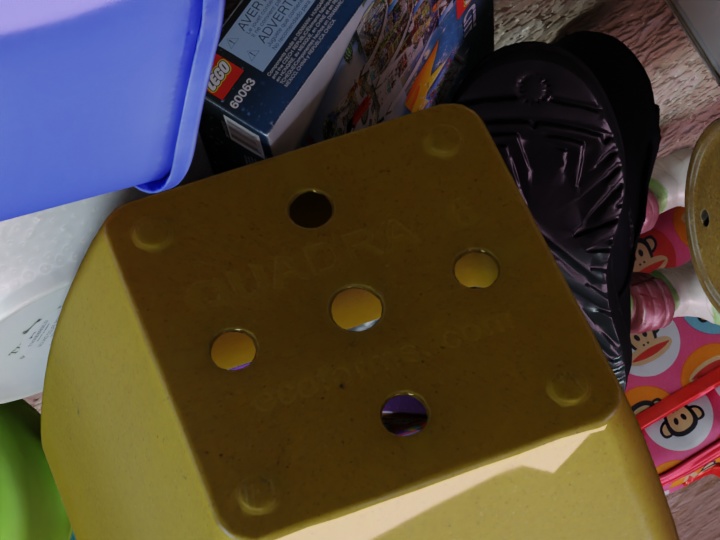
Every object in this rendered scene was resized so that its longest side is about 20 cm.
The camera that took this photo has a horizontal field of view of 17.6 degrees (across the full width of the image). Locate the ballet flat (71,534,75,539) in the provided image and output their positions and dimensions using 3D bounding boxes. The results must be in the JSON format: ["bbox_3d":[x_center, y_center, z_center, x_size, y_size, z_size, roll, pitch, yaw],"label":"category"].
[{"bbox_3d":[-0.222,0.163,1.245,0.072,0.068,0.200,-20,176,40],"label":"ballet flat"}]

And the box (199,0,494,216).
[{"bbox_3d":[-0.002,-0.076,0.883,0.137,0.038,0.200,-56,166,-14],"label":"box"}]

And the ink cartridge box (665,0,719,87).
[{"bbox_3d":[0.242,-0.131,1.132,0.146,0.083,0.200,-34,161,14],"label":"ink cartridge box"}]

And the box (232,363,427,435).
[{"bbox_3d":[-0.038,0.081,1.275,0.137,0.039,0.200,-20,167,23],"label":"box"}]

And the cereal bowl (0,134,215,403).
[{"bbox_3d":[-0.132,-0.009,0.878,0.200,0.083,0.200,-27,160,-10],"label":"cereal bowl"}]

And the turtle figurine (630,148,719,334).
[{"bbox_3d":[0.126,0.006,1.217,0.194,0.144,0.200,-18,162,-29],"label":"turtle figurine"}]

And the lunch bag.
[{"bbox_3d":[0.211,0.049,1.410,0.200,0.176,0.082,-31,162,-1],"label":"lunch bag"}]

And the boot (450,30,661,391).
[{"bbox_3d":[0.087,-0.056,1.026,0.076,0.168,0.200,-4,131,13],"label":"boot"}]

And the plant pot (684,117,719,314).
[{"bbox_3d":[0.253,-0.033,1.039,0.200,0.187,0.186,-6,154,-19],"label":"plant pot"}]

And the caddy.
[{"bbox_3d":[-0.089,-0.097,0.619,0.105,0.141,0.200,-18,159,-19],"label":"caddy"}]

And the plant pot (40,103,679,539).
[{"bbox_3d":[-0.001,0.060,0.814,0.200,0.200,0.176,-18,149,-11],"label":"plant pot"}]

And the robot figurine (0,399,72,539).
[{"bbox_3d":[-0.187,0.103,0.999,0.175,0.116,0.200,-13,177,3],"label":"robot figurine"}]

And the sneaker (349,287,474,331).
[{"bbox_3d":[-0.002,0.002,1.055,0.200,0.104,0.060,-7,152,-42],"label":"sneaker"}]
